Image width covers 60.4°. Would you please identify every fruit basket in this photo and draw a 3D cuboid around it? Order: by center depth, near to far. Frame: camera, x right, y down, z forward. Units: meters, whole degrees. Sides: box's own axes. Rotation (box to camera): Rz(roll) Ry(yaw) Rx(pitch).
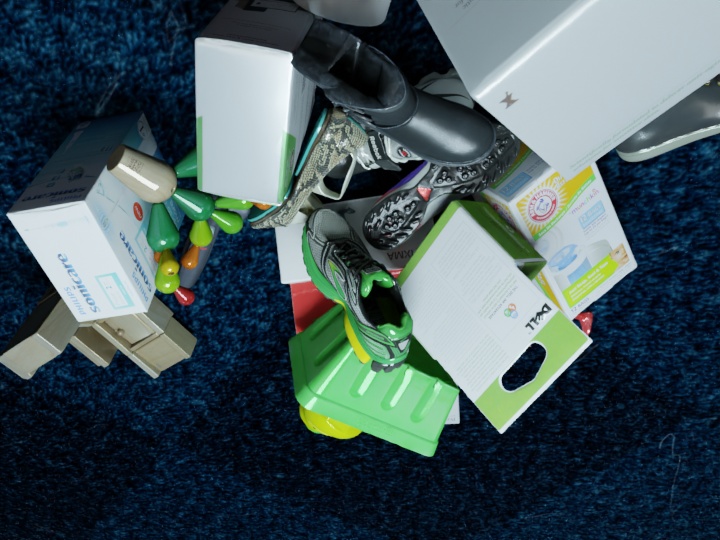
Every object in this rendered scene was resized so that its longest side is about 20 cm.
[{"bbox_3d":[-0.008,0.159,0.777,0.215,0.156,0.216,-5,119,-9],"label":"fruit basket"}]

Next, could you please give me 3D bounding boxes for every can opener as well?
[{"bbox_3d":[-0.198,-0.047,0.794,0.078,0.064,0.200,24,125,-18],"label":"can opener"}]

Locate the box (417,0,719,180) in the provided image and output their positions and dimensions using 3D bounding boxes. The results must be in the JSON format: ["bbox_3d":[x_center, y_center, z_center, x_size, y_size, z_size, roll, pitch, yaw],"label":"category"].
[{"bbox_3d":[0.189,-0.227,0.540,0.199,0.172,0.200,-37,145,26],"label":"box"}]

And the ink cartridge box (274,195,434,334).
[{"bbox_3d":[0.000,0.000,0.781,0.199,0.045,0.177,-8,88,7],"label":"ink cartridge box"}]

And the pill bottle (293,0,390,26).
[{"bbox_3d":[0.003,-0.329,0.534,0.114,0.114,0.200,12,128,-9],"label":"pill bottle"}]

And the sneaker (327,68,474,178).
[{"bbox_3d":[0.034,-0.152,0.694,0.200,0.089,0.074,-26,126,22],"label":"sneaker"}]

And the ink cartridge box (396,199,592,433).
[{"bbox_3d":[0.139,0.045,0.659,0.076,0.200,0.148,-5,137,-49],"label":"ink cartridge box"}]

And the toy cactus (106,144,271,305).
[{"bbox_3d":[-0.187,-0.073,0.657,0.165,0.102,0.200,32,89,-44],"label":"toy cactus"}]

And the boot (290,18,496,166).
[{"bbox_3d":[0.043,-0.149,0.550,0.164,0.200,0.066,20,95,9],"label":"boot"}]

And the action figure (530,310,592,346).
[{"bbox_3d":[0.193,0.060,0.787,0.199,0.065,0.052,8,101,-15],"label":"action figure"}]

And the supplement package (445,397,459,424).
[{"bbox_3d":[0.083,0.121,0.897,0.113,0.110,0.200,-6,129,6],"label":"supplement package"}]

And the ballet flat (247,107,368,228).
[{"bbox_3d":[-0.058,-0.099,0.714,0.075,0.068,0.200,30,131,-19],"label":"ballet flat"}]

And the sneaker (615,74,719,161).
[{"bbox_3d":[0.358,-0.202,0.656,0.200,0.075,0.106,-27,127,22],"label":"sneaker"}]

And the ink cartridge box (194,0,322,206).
[{"bbox_3d":[-0.092,-0.181,0.600,0.084,0.200,0.146,9,128,-2],"label":"ink cartridge box"}]

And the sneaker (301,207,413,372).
[{"bbox_3d":[0.002,0.005,0.669,0.078,0.200,0.085,-20,153,-27],"label":"sneaker"}]

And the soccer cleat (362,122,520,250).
[{"bbox_3d":[0.087,-0.099,0.698,0.200,0.073,0.068,-37,101,15],"label":"soccer cleat"}]

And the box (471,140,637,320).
[{"bbox_3d":[0.226,-0.058,0.736,0.112,0.101,0.200,-38,122,-2],"label":"box"}]

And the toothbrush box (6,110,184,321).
[{"bbox_3d":[-0.280,-0.065,0.692,0.085,0.200,0.147,-8,128,8],"label":"toothbrush box"}]

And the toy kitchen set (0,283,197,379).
[{"bbox_3d":[-0.374,0.120,0.854,0.163,0.181,0.200,-29,119,23],"label":"toy kitchen set"}]
